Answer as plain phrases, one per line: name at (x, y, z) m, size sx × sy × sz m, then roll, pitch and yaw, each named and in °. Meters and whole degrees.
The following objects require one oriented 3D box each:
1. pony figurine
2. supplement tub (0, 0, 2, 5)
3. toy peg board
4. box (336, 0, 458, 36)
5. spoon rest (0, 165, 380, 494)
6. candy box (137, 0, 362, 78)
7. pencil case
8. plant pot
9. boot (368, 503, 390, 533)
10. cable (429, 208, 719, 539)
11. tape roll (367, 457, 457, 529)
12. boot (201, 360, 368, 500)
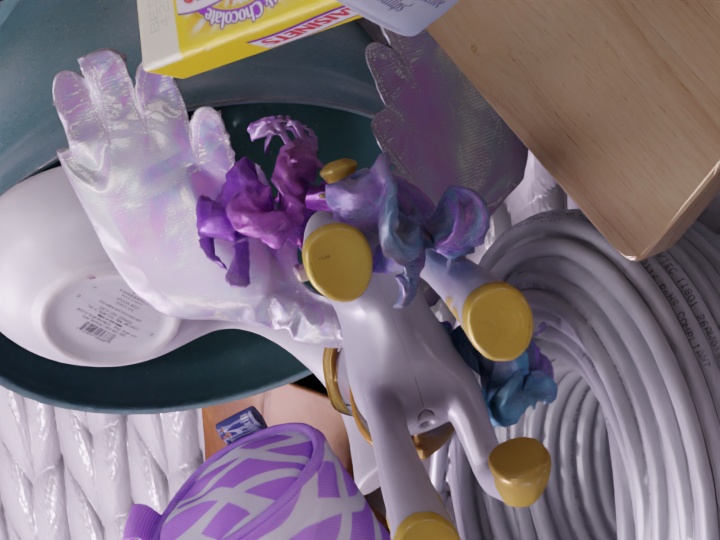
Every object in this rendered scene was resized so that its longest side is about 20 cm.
pony figurine at (0.000, 0.000, 0.982) m, size 0.200 × 0.166 × 0.194 m, roll -135°, pitch 26°, yaw -76°
supplement tub at (-0.196, -0.088, 1.299) m, size 0.200 × 0.140 × 0.141 m, roll 42°, pitch 142°, yaw 25°
toy peg board at (0.103, -0.147, 0.925) m, size 0.200 × 0.098 × 0.199 m, roll 50°, pitch 130°, yaw 16°
box at (0.022, -0.202, 0.806) m, size 0.200 × 0.105 × 0.184 m, roll -39°, pitch 67°, yaw 15°
spoon rest at (-0.060, 0.017, 1.093) m, size 0.099 × 0.200 × 0.061 m, roll -39°, pitch 38°, yaw 28°
candy box at (0.007, -0.134, 0.897) m, size 0.200 × 0.026 × 0.103 m, roll -15°, pitch 77°, yaw 37°
pencil case at (-0.005, 0.152, 1.082) m, size 0.085 × 0.084 × 0.200 m, roll -28°, pitch 108°, yaw 16°
plant pot at (-0.074, -0.054, 1.143) m, size 0.200 × 0.200 × 0.134 m, roll 113°, pitch 148°, yaw -50°
boot at (-0.041, 0.181, 1.184) m, size 0.155 × 0.200 × 0.074 m, roll 51°, pitch -170°, yaw -2°
cable at (0.095, 0.077, 1.049) m, size 0.200 × 0.069 × 0.201 m, roll -135°, pitch 44°, yaw -54°
tape roll at (0.058, 0.157, 1.234) m, size 0.203 × 0.037 × 0.203 m, roll 33°, pitch 138°, yaw 35°
boot at (-0.003, 0.136, 1.237) m, size 0.188 × 0.068 × 0.200 m, roll 35°, pitch 128°, yaw 38°
